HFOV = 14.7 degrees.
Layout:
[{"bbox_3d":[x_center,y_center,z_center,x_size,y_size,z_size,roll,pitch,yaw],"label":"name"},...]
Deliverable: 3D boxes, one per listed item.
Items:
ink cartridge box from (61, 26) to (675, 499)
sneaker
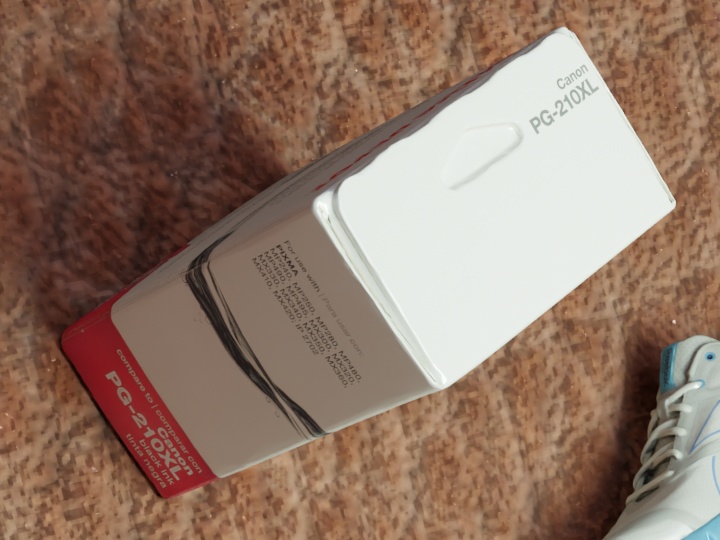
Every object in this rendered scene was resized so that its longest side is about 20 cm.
[{"bbox_3d":[0.000,0.000,1.066,0.145,0.200,0.084,-37,97,-36],"label":"ink cartridge box"},{"bbox_3d":[0.147,0.078,1.230,0.200,0.075,0.087,-33,87,-44],"label":"sneaker"}]
